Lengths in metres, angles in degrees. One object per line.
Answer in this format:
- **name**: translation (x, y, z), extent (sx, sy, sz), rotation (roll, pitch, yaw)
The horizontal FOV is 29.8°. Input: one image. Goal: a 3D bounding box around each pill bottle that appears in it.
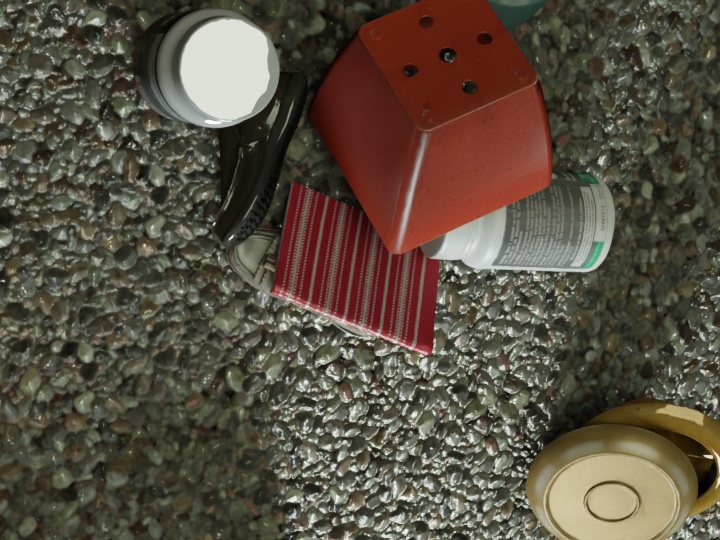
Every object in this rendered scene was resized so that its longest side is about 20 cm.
- **pill bottle**: translation (0.170, -0.057, 1.503), extent (0.200, 0.113, 0.113), rotation (2, 98, -21)
- **pill bottle**: translation (-0.150, -0.198, 1.319), extent (0.114, 0.200, 0.114), rotation (-3, 99, -20)

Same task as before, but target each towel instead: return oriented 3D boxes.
- **towel**: translation (0.000, 0.000, 1.461), extent (0.200, 0.022, 0.145), rotation (23, 54, -22)

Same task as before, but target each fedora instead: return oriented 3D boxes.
- **fedora**: translation (0.348, 0.211, 1.606), extent (0.200, 0.082, 0.201), rotation (4, 125, 6)

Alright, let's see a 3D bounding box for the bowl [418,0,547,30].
- **bowl**: translation (0.151, -0.356, 1.455), extent (0.200, 0.105, 0.201), rotation (-3, 99, -18)

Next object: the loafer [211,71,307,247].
- **loafer**: translation (-0.118, -0.120, 1.419), extent (0.071, 0.073, 0.200), rotation (19, 78, 6)

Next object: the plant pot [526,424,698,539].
- **plant pot**: translation (0.294, 0.265, 1.583), extent (0.200, 0.028, 0.200), rotation (4, 125, 6)

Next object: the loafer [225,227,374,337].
- **loafer**: translation (-0.050, 0.013, 1.461), extent (0.200, 0.063, 0.072), rotation (30, 87, -21)

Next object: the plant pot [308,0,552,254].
- **plant pot**: translation (0.079, -0.170, 1.374), extent (0.199, 0.176, 0.200), rotation (-25, 69, -14)
